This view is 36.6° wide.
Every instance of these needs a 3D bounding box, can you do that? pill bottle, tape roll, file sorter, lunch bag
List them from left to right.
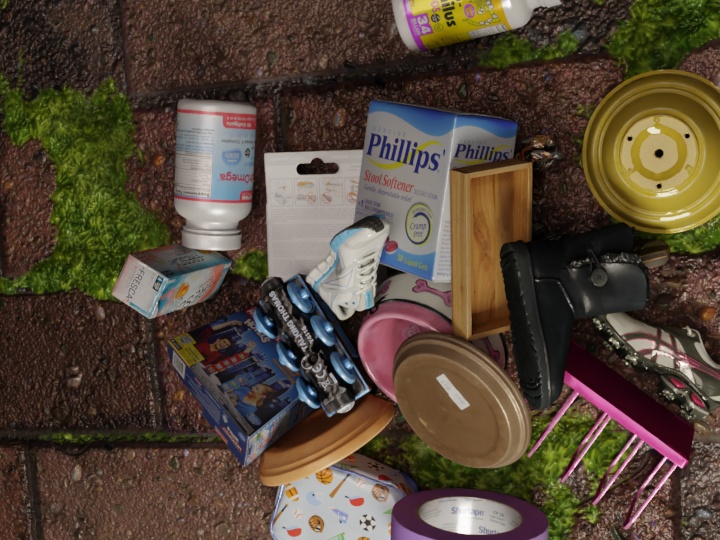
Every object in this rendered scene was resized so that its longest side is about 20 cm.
[{"bbox_3d":[-0.201,-0.133,1.496,0.108,0.109,0.202,6,99,19],"label":"pill bottle"},{"bbox_3d":[-0.027,0.335,1.511,0.199,0.076,0.161,18,104,16],"label":"lunch bag"},{"bbox_3d":[0.137,0.341,1.384,0.199,0.200,0.066,5,98,19],"label":"tape roll"},{"bbox_3d":[0.145,-0.343,1.349,0.199,0.104,0.105,-10,93,20],"label":"pill bottle"},{"bbox_3d":[0.290,0.200,1.346,0.200,0.139,0.126,36,108,12],"label":"file sorter"}]

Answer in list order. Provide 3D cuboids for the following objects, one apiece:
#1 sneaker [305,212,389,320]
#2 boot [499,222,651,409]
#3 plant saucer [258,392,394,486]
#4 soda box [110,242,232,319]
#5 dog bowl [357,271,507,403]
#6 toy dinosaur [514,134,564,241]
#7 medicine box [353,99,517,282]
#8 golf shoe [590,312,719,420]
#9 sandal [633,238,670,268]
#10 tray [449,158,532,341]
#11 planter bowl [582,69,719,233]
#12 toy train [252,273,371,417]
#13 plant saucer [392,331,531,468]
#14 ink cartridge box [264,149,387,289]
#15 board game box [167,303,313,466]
[{"bbox_3d":[0.000,0.000,1.346,0.087,0.075,0.200,60,153,14],"label":"sneaker"},{"bbox_3d":[0.259,0.050,1.259,0.167,0.076,0.202,-7,83,-12],"label":"boot"},{"bbox_3d":[-0.050,0.215,1.434,0.199,0.200,0.038,-26,98,21],"label":"plant saucer"},{"bbox_3d":[-0.253,0.009,1.482,0.068,0.200,0.064,31,106,12],"label":"soda box"},{"bbox_3d":[0.083,0.102,1.393,0.199,0.074,0.201,21,134,23],"label":"dog bowl"},{"bbox_3d":[0.185,-0.081,1.389,0.136,0.102,0.200,55,133,20],"label":"toy dinosaur"},{"bbox_3d":[0.087,-0.102,1.356,0.182,0.102,0.201,21,107,53],"label":"medicine box"},{"bbox_3d":[0.369,0.095,1.350,0.200,0.077,0.088,42,88,8],"label":"golf shoe"},{"bbox_3d":[0.290,0.007,1.365,0.199,0.082,0.055,-13,111,13],"label":"sandal"},{"bbox_3d":[0.154,-0.025,1.287,0.037,0.098,0.201,22,119,55],"label":"tray"},{"bbox_3d":[0.362,-0.141,1.307,0.199,0.083,0.202,2,98,19],"label":"planter bowl"},{"bbox_3d":[-0.060,0.094,1.415,0.087,0.114,0.201,-36,78,14],"label":"toy train"},{"bbox_3d":[0.116,0.165,1.331,0.199,0.029,0.201,25,135,28],"label":"plant saucer"},{"bbox_3d":[-0.047,-0.061,1.484,0.161,0.057,0.202,0,93,20],"label":"ink cartridge box"},{"bbox_3d":[-0.128,0.141,1.482,0.200,0.199,0.062,44,140,32],"label":"board game box"}]
